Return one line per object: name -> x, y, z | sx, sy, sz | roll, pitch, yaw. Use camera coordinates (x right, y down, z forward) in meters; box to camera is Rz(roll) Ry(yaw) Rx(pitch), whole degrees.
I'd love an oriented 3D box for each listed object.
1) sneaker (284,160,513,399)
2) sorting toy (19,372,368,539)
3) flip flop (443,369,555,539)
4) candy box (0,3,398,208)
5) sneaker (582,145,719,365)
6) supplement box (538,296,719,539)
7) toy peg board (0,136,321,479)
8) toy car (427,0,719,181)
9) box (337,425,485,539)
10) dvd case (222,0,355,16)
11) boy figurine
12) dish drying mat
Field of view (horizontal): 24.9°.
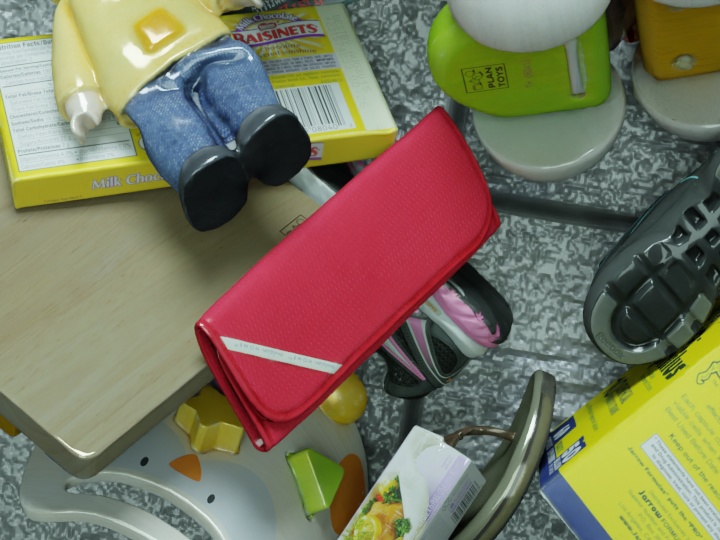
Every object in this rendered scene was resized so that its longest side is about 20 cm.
sneaker -> -0.017, -0.006, 0.894 | 0.200, 0.080, 0.086 | 44, 108, 5
sorting toy -> -0.088, 0.106, 0.846 | 0.199, 0.180, 0.107 | 28, 117, 1
flip flop -> 0.039, 0.133, 0.902 | 0.057, 0.081, 0.200 | 39, 103, -2
candy box -> -0.089, -0.088, 0.844 | 0.198, 0.103, 0.027 | -9, 139, -16
sneaker -> 0.193, -0.037, 0.860 | 0.200, 0.079, 0.075 | -40, 102, 14
supplement box -> 0.201, 0.084, 0.867 | 0.200, 0.109, 0.110 | -39, 91, 6
toy peg board -> -0.142, 0.009, 0.835 | 0.199, 0.200, 0.098 | 36, 141, 18
toy car -> 0.126, -0.152, 0.840 | 0.198, 0.175, 0.151 | -14, 60, 6
box -> -0.008, 0.174, 0.832 | 0.039, 0.041, 0.201 | 29, 79, 28
dvd case -> -0.107, -0.211, 0.907 | 0.145, 0.022, 0.202 | -26, 92, 6
boy figurine -> -0.100, -0.118, 0.799 | 0.124, 0.065, 0.201 | -32, 65, -6
dish drying mat -> 0.000, 0.000, 0.810 | 0.200, 0.018, 0.077 | -42, 112, -35
